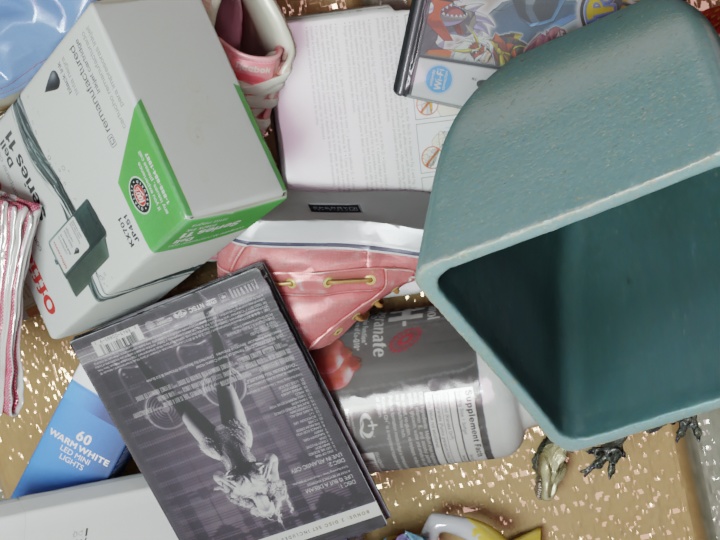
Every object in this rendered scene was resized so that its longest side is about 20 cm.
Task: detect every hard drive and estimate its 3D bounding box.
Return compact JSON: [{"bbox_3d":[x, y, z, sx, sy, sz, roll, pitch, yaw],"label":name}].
[{"bbox_3d":[-0.172,0.205,0.964,0.198,0.027,0.133,-6,123,-33],"label":"hard drive"}]

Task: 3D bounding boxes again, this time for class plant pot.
[{"bbox_3d":[0.162,-0.046,0.810,0.194,0.201,0.196,-22,132,25],"label":"plant pot"}]

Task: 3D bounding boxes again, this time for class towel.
[{"bbox_3d":[-0.288,0.002,0.911,0.199,0.030,0.148,19,107,37],"label":"towel"}]

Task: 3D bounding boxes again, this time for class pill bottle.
[{"bbox_3d":[0.054,0.080,0.939,0.198,0.111,0.112,-8,101,9],"label":"pill bottle"}]

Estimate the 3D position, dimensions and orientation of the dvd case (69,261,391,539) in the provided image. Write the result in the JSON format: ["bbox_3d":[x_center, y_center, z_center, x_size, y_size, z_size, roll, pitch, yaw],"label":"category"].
[{"bbox_3d":[-0.086,0.107,0.902,0.148,0.016,0.201,-21,106,18],"label":"dvd case"}]

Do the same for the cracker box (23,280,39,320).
[{"bbox_3d":[-0.317,-0.008,0.997,0.198,0.058,0.135,-23,98,11],"label":"cracker box"}]

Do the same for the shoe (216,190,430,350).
[{"bbox_3d":[0.000,0.000,0.905,0.198,0.072,0.092,2,115,-11],"label":"shoe"}]

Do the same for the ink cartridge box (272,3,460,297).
[{"bbox_3d":[0.028,-0.085,0.944,0.172,0.044,0.202,-8,101,-5],"label":"ink cartridge box"}]

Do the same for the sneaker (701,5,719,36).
[{"bbox_3d":[0.306,-0.152,0.889,0.198,0.073,0.078,-13,123,13],"label":"sneaker"}]

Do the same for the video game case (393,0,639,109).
[{"bbox_3d":[0.129,-0.197,0.893,0.179,0.026,0.202,11,103,-8],"label":"video game case"}]

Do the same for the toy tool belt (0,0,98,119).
[{"bbox_3d":[-0.214,-0.180,0.877,0.199,0.123,0.125,-34,90,12],"label":"toy tool belt"}]

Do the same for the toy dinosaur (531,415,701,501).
[{"bbox_3d":[0.190,0.100,0.938,0.200,0.088,0.047,-42,108,14],"label":"toy dinosaur"}]

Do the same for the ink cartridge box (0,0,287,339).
[{"bbox_3d":[-0.153,-0.062,0.856,0.200,0.083,0.148,-35,78,47],"label":"ink cartridge box"}]

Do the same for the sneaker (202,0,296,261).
[{"bbox_3d":[-0.091,-0.102,0.885,0.075,0.104,0.203,-2,98,-26],"label":"sneaker"}]

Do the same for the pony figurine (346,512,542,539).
[{"bbox_3d":[0.027,0.262,0.979,0.198,0.167,0.195,3,71,10],"label":"pony figurine"}]

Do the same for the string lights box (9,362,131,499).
[{"bbox_3d":[-0.202,0.135,0.989,0.059,0.103,0.201,29,104,-1],"label":"string lights box"}]
